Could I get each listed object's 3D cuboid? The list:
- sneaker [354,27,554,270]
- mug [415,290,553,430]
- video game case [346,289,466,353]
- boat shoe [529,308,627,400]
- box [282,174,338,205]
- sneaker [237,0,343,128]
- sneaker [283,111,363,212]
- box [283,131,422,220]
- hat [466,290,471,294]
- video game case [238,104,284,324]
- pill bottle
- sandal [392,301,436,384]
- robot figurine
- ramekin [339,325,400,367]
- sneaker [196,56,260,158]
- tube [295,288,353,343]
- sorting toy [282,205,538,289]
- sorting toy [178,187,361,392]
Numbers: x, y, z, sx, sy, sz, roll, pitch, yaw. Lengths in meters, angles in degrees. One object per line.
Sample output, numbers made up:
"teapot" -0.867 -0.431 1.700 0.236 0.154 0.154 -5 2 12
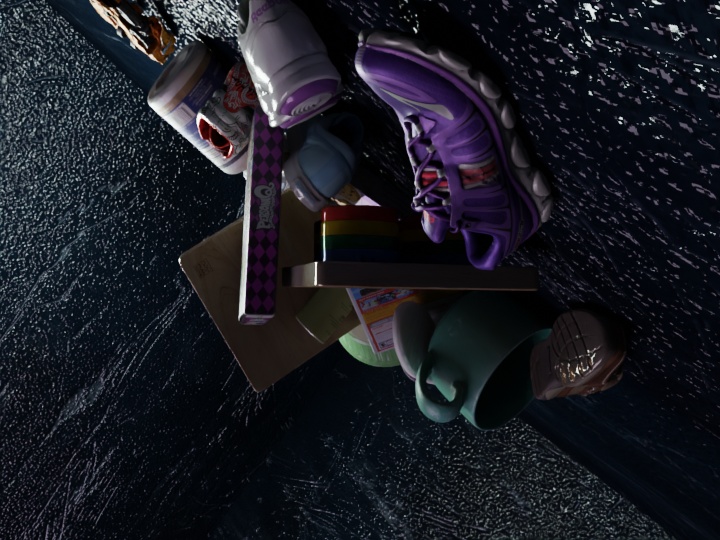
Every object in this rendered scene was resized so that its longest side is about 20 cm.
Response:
"sneaker" 0.058 -0.067 0.438 0.200 0.084 0.080 44 173 -38
"mug" 0.145 0.097 0.833 0.183 0.155 0.114 12 -157 -48
"video game case" 0.062 0.031 0.857 0.202 0.139 0.018 68 -176 -54
"boat shoe" 0.231 0.088 0.703 0.069 0.078 0.200 2 164 -2
"box" -0.054 -0.101 0.919 0.118 0.042 0.199 40 143 -11
"sneaker" -0.059 -0.178 0.575 0.102 0.073 0.200 63 175 -8
"sneaker" -0.028 -0.129 0.709 0.074 0.081 0.202 49 -164 -26
"box" -0.008 -0.099 0.813 0.198 0.039 0.042 36 139 2
"hat" 0.101 0.024 0.971 0.194 0.082 0.204 6 137 6
"video game case" -0.108 -0.048 0.744 0.035 0.207 0.181 3 172 -11
"pill bottle" -0.188 -0.209 0.963 0.199 0.112 0.111 42 175 -32
"sandal" 0.074 0.106 0.892 0.049 0.085 0.203 0 153 29
"robot figurine" -0.326 -0.363 0.947 0.144 0.059 0.200 39 177 2
"ramekin" 0.039 0.055 1.191 0.198 0.201 0.098 37 169 19
"sneaker" -0.143 -0.186 0.814 0.067 0.109 0.201 38 176 -7
"tube" 0.000 0.000 0.866 0.052 0.201 0.058 42 176 -22
"sorting toy" 0.036 -0.019 0.655 0.194 0.072 0.198 2 178 -15
"sorting toy" -0.105 0.014 0.900 0.203 0.196 0.069 62 168 -19
